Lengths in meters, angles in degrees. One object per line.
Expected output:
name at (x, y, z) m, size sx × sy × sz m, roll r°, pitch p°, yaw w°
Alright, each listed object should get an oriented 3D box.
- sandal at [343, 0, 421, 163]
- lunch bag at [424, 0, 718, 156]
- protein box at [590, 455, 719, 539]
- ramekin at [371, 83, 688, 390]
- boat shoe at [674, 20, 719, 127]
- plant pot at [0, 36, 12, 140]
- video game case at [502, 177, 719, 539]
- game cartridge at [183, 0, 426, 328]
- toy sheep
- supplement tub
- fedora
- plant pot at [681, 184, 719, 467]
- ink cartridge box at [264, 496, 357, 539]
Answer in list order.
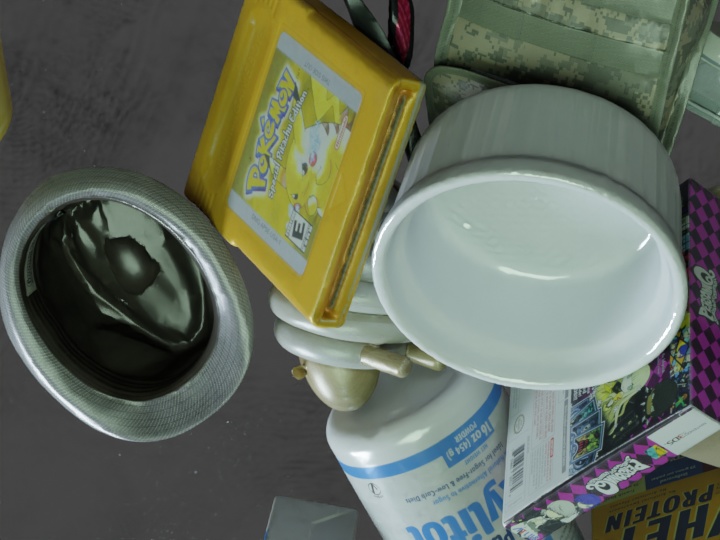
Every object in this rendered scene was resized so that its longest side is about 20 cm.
sandal at (0.021, -0.161, 1.497) m, size 0.045 × 0.075 × 0.201 m, roll -21°, pitch 95°, yaw 5°
lunch bag at (0.138, -0.146, 1.464) m, size 0.163 × 0.118 × 0.202 m, roll 20°, pitch 116°, yaw 17°
protein box at (0.259, 0.259, 1.588) m, size 0.134 × 0.199 × 0.201 m, roll -18°, pitch 110°, yaw 11°
ramekin at (0.112, -0.024, 1.417) m, size 0.199 × 0.098 × 0.201 m, roll 8°, pitch 138°, yaw 7°
boat shoe at (0.299, -0.092, 1.510) m, size 0.200 × 0.070 × 0.072 m, roll 32°, pitch 113°, yaw 0°
plant pot at (-0.323, -0.164, 1.491) m, size 0.199 × 0.202 × 0.190 m, roll -11°, pitch 127°, yaw 11°
video game case at (0.169, 0.060, 1.492) m, size 0.036 × 0.201 × 0.181 m, roll 31°, pitch 132°, yaw -24°
game cartridge at (-0.044, -0.085, 1.486) m, size 0.032 × 0.200 × 0.178 m, roll 4°, pitch 114°, yaw -37°
toy sheep at (0.000, 0.000, 1.550) m, size 0.137 × 0.138 × 0.202 m, roll 11°, pitch 99°, yaw 2°
supplement tub at (0.073, 0.163, 1.603) m, size 0.131 × 0.132 × 0.201 m, roll -24°, pitch 111°, yaw 16°
fedora at (-0.162, 0.013, 1.593) m, size 0.177 × 0.090 × 0.200 m, roll -41°, pitch 97°, yaw 18°
plant pot at (0.291, 0.071, 1.531) m, size 0.199 × 0.188 × 0.188 m, roll 31°, pitch 114°, yaw -23°
ink cartridge box at (-0.050, 0.288, 1.674) m, size 0.067 × 0.116 × 0.202 m, roll 9°, pitch 113°, yaw 2°
